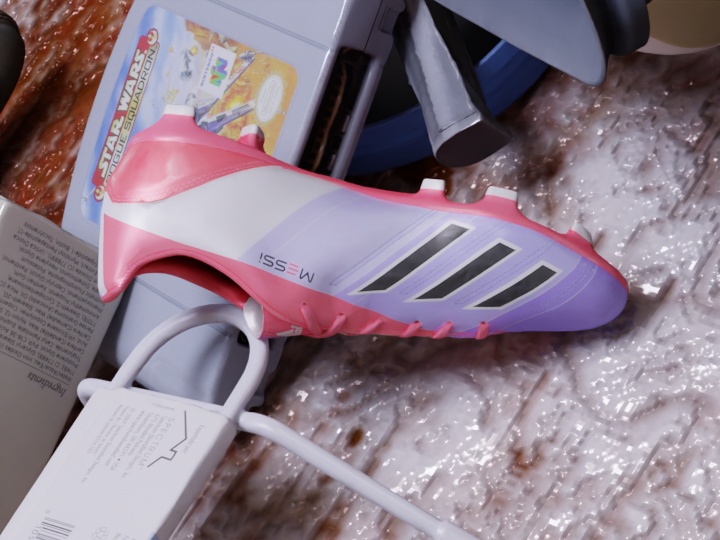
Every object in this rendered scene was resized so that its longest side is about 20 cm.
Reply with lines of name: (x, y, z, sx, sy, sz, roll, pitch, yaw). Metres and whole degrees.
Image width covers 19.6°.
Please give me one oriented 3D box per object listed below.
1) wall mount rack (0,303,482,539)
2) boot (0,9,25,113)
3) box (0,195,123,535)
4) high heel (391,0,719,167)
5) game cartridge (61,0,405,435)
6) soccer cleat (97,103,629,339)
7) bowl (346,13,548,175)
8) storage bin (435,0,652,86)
wall mount rack: (-0.061, 0.112, 0.752, 0.173, 0.075, 0.201, 10, 55, 36)
boot: (-0.194, -0.024, 0.971, 0.096, 0.075, 0.201, 26, 79, 30)
box: (-0.175, 0.069, 0.836, 0.068, 0.082, 0.201, 17, 79, 42)
high heel: (0.090, -0.145, 0.819, 0.199, 0.071, 0.144, -28, 60, 16)
game cartridge: (-0.062, -0.049, 0.861, 0.133, 0.041, 0.202, 26, 100, 39)
soccer cleat: (0.000, 0.000, 0.776, 0.198, 0.067, 0.077, 17, 76, -6)
bowl: (0.013, -0.127, 0.932, 0.199, 0.039, 0.202, -18, 48, 21)
storage bin: (0.074, -0.172, 0.702, 0.134, 0.146, 0.200, -31, 24, -8)
